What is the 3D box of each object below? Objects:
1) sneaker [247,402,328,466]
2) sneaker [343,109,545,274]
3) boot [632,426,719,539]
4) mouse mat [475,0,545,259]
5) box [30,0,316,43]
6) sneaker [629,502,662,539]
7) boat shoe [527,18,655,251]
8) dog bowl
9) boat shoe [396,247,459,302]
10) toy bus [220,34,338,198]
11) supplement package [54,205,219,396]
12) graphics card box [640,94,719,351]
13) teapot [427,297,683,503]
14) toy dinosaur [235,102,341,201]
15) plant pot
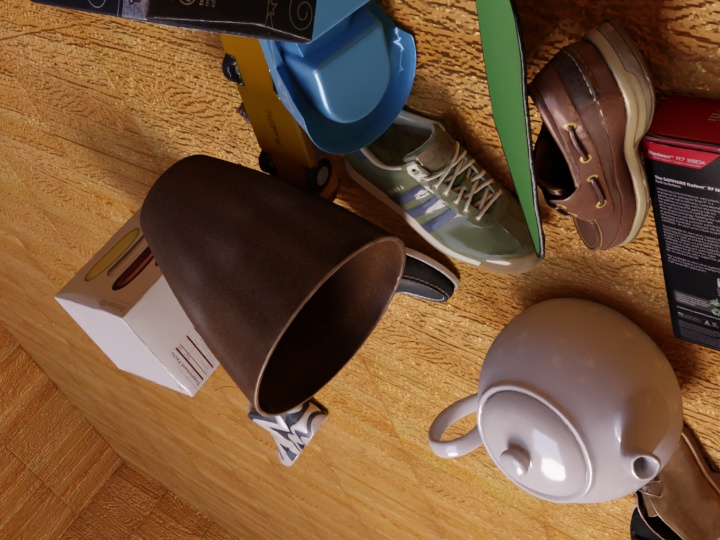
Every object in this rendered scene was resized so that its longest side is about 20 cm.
[{"bbox_3d":[-0.138,0.254,1.542,0.129,0.080,0.199,39,155,4],"label":"sneaker"},{"bbox_3d":[0.063,-0.074,0.739,0.199,0.067,0.090,34,160,19],"label":"sneaker"},{"bbox_3d":[0.286,0.193,0.873,0.200,0.076,0.074,46,157,-10],"label":"boot"},{"bbox_3d":[0.089,-0.124,0.563,0.007,0.162,0.201,-12,139,5],"label":"mouse mat"},{"bbox_3d":[-0.097,-0.239,0.503,0.114,0.132,0.202,18,106,37],"label":"box"},{"bbox_3d":[0.333,0.352,1.023,0.073,0.112,0.201,15,146,39],"label":"sneaker"},{"bbox_3d":[0.139,-0.071,0.572,0.200,0.067,0.072,63,-178,-59],"label":"boat shoe"},{"bbox_3d":[-0.024,-0.178,0.650,0.049,0.111,0.201,38,159,36],"label":"dog bowl"},{"bbox_3d":[0.000,0.000,0.903,0.198,0.061,0.076,19,159,-1],"label":"boat shoe"},{"bbox_3d":[-0.058,-0.153,0.764,0.065,0.078,0.201,22,150,29],"label":"toy bus"},{"bbox_3d":[-0.242,0.023,1.160,0.190,0.200,0.148,8,142,46],"label":"supplement package"},{"bbox_3d":[0.261,-0.016,0.589,0.125,0.051,0.201,17,146,40],"label":"graphics card box"},{"bbox_3d":[0.170,0.131,0.795,0.197,0.146,0.201,40,143,24],"label":"teapot"},{"bbox_3d":[-0.073,-0.089,0.933,0.106,0.060,0.201,34,147,41],"label":"toy dinosaur"},{"bbox_3d":[-0.094,-0.008,0.794,0.199,0.187,0.188,38,156,20],"label":"plant pot"}]
